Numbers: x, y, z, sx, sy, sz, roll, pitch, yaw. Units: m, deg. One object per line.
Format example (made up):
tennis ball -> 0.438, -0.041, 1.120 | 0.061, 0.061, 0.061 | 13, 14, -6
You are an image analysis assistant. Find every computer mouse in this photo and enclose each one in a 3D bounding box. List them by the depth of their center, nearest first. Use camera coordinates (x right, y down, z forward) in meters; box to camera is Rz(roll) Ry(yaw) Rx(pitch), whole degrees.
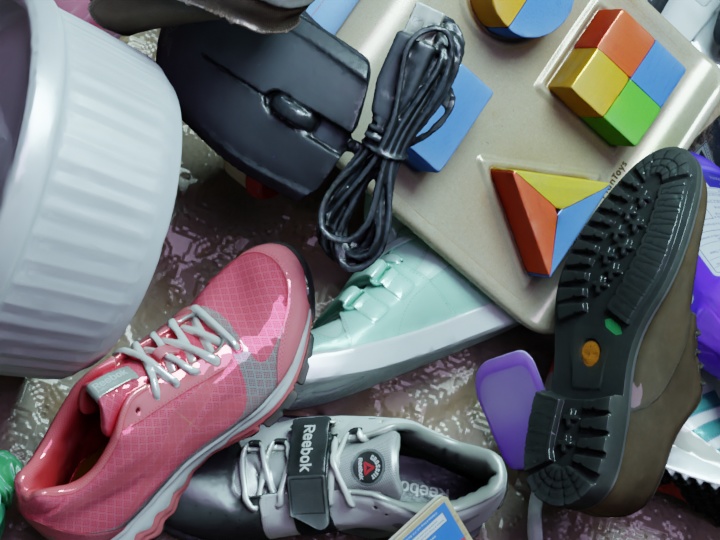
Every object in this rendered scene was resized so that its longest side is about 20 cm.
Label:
computer mouse -> -0.045, -0.099, 1.424 | 0.053, 0.200, 0.139 | 11, 106, -48

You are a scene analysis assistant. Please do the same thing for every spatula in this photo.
spatula -> 0.098, 0.145, 1.505 | 0.020, 0.056, 0.202 | -4, 81, -37

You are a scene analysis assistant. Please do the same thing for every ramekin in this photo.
ramekin -> -0.165, -0.037, 1.413 | 0.094, 0.202, 0.204 | 16, 65, -24

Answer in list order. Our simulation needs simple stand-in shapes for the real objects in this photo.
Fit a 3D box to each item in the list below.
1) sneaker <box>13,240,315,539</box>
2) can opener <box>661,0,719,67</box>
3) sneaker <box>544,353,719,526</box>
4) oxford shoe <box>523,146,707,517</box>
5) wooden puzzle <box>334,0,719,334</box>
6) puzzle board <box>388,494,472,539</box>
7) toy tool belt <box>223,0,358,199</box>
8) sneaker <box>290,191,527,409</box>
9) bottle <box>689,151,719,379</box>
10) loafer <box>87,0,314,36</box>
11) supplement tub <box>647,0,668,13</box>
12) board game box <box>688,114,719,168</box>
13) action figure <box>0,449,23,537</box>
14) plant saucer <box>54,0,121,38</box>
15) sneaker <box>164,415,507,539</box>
sneaker -> -0.099, 0.064, 1.408 | 0.074, 0.087, 0.200 | 37, 87, 34
can opener -> 0.183, -0.120, 1.622 | 0.053, 0.067, 0.200 | 39, 63, 0
sneaker -> 0.195, 0.085, 1.546 | 0.198, 0.070, 0.094 | 19, 71, -7
oxford shoe -> 0.149, 0.034, 1.479 | 0.084, 0.072, 0.201 | 20, 87, -42
wooden puzzle -> 0.086, -0.093, 1.486 | 0.200, 0.046, 0.186 | 38, 78, -18
puzzle board -> 0.008, 0.235, 1.426 | 0.200, 0.017, 0.151 | -41, 111, -24
toy tool belt -> -0.036, -0.147, 1.544 | 0.123, 0.125, 0.200 | 37, 78, 20
sneaker -> 0.000, 0.000, 1.513 | 0.199, 0.074, 0.119 | -20, 83, -33
bottle -> 0.207, 0.018, 1.528 | 0.083, 0.065, 0.201 | 2, 42, -37
loafer -> -0.102, -0.154, 1.421 | 0.199, 0.072, 0.073 | 25, 26, 36
supplement tub -> 0.116, -0.151, 1.589 | 0.107, 0.107, 0.201 | 32, 63, -4
board game box -> 0.285, -0.042, 1.551 | 0.096, 0.200, 0.161 | -11, 73, -22
action figure -> -0.227, 0.165, 1.375 | 0.054, 0.118, 0.200 | 30, 55, 8
plant saucer -> -0.205, -0.195, 1.497 | 0.199, 0.051, 0.202 | -1, 100, -8
sneaker -> -0.016, 0.104, 1.463 | 0.198, 0.089, 0.075 | 2, 71, -16
